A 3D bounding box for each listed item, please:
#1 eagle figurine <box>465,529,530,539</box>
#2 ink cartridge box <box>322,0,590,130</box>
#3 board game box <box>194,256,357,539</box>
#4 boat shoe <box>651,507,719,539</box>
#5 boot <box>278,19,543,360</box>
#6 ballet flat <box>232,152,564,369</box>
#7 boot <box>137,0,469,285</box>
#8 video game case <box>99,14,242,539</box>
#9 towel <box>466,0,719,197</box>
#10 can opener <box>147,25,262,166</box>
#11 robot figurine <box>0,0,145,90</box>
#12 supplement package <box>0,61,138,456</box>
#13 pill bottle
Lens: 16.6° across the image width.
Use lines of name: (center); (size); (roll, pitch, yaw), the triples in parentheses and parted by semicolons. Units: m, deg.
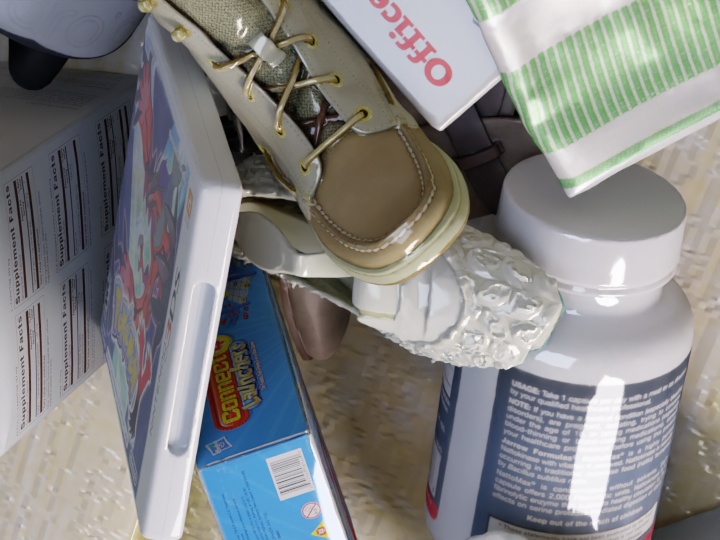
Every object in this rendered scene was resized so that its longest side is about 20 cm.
eagle figurine: (0.089, 0.212, 1.221); (0.151, 0.200, 0.152); (-45, 77, 14)
ink cartridge box: (0.064, -0.183, 1.150); (0.200, 0.084, 0.144); (-41, 93, 9)
board game box: (-0.040, 0.111, 1.245); (0.056, 0.196, 0.200); (-18, 122, -1)
boat shoe: (0.139, 0.195, 1.309); (0.200, 0.071, 0.091); (-18, 106, 26)
boot: (0.030, -0.045, 1.262); (0.146, 0.070, 0.200); (0, 117, 12)
ballet flat: (0.000, 0.000, 1.177); (0.200, 0.072, 0.072); (23, 118, 33)
boot: (-0.035, -0.089, 1.106); (0.072, 0.200, 0.155); (-38, 126, 4)
video game case: (-0.094, -0.002, 1.171); (0.023, 0.200, 0.183); (5, 116, -14)
towel: (0.121, -0.140, 1.096); (0.152, 0.023, 0.200); (-28, 126, -1)
can opener: (-0.075, -0.059, 1.289); (0.066, 0.053, 0.200); (-3, 119, -2)
robot figurine: (-0.141, -0.189, 1.236); (0.125, 0.150, 0.200); (49, 121, 21)
supplement package: (-0.231, -0.017, 1.290); (0.191, 0.200, 0.147); (7, 112, 18)
pill bottle: (0.102, 0.050, 1.228); (0.119, 0.120, 0.200); (16, 121, 14)
